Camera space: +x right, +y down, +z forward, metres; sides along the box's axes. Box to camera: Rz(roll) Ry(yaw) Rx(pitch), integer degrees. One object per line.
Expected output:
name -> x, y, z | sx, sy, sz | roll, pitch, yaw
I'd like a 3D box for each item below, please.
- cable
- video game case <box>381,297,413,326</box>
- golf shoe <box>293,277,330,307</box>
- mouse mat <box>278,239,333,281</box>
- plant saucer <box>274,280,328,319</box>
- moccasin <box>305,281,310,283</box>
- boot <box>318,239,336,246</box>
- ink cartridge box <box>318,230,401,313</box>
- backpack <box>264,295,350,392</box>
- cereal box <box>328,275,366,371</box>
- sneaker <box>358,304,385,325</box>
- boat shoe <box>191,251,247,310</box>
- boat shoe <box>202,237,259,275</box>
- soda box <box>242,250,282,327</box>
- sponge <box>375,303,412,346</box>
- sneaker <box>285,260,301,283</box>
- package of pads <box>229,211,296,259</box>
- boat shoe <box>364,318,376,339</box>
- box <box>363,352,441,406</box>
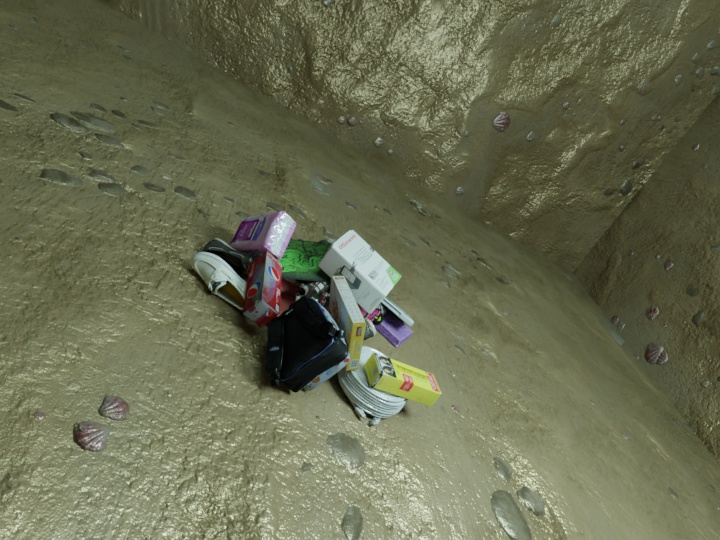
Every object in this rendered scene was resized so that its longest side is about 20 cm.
cable -> 0.032, 0.280, 1.407 | 0.200, 0.070, 0.198 | 47, 27, 25
video game case -> 0.090, 0.106, 1.769 | 0.181, 0.022, 0.200 | 40, 1, 1
golf shoe -> -0.131, 0.053, 1.530 | 0.087, 0.078, 0.201 | 20, 20, -9
mouse mat -> -0.155, -0.030, 1.561 | 0.196, 0.008, 0.163 | 4, 44, -16
plant saucer -> -0.173, 0.102, 1.512 | 0.197, 0.037, 0.201 | 18, 22, -32
moccasin -> -0.120, 0.009, 1.720 | 0.199, 0.078, 0.074 | 24, 25, -22
boot -> -0.073, 0.030, 1.647 | 0.181, 0.072, 0.203 | 37, 50, -31
ink cartridge box -> 0.000, 0.000, 1.546 | 0.200, 0.084, 0.145 | 43, 31, 3
backpack -> -0.124, 0.166, 1.292 | 0.155, 0.198, 0.192 | 55, 4, -48
cereal box -> -0.039, 0.128, 1.379 | 0.039, 0.146, 0.201 | -3, 33, -18
sneaker -> 0.033, 0.121, 1.621 | 0.087, 0.074, 0.200 | 43, 5, 1
boat shoe -> -0.354, 0.029, 1.403 | 0.199, 0.071, 0.070 | 41, 21, -1
boat shoe -> -0.340, -0.023, 1.511 | 0.197, 0.068, 0.057 | 25, 40, 12
soda box -> -0.243, 0.044, 1.392 | 0.063, 0.070, 0.202 | 43, 23, -30
sponge -> 0.069, 0.152, 1.752 | 0.199, 0.030, 0.111 | 41, 25, 17
sneaker -> -0.226, -0.036, 1.630 | 0.199, 0.084, 0.080 | 38, 1, 44
package of pads -> -0.274, -0.094, 1.542 | 0.198, 0.122, 0.076 | -1, -32, 46
boat shoe -> -0.019, 0.161, 1.489 | 0.056, 0.200, 0.068 | -25, 92, -19
box -> 0.105, 0.272, 1.372 | 0.198, 0.050, 0.076 | 25, 25, -27
